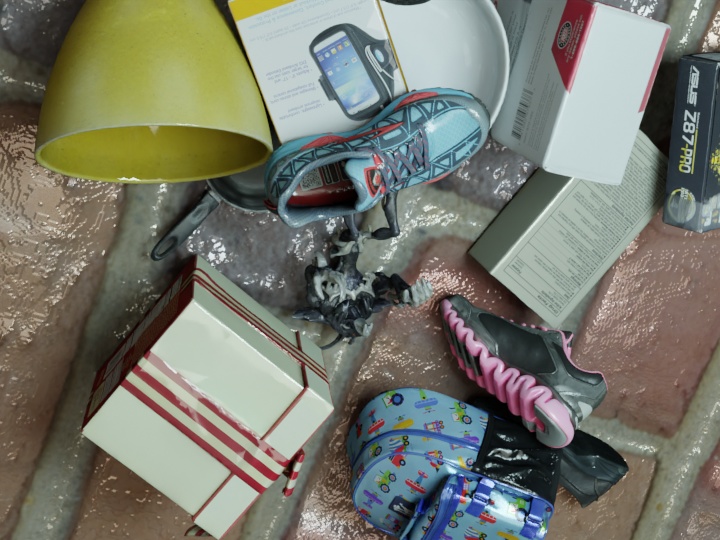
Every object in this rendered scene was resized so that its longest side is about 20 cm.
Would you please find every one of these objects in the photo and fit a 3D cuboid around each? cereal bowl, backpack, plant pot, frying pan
[{"bbox_3d":[0.035,-0.182,1.193,0.198,0.083,0.202,0,95,4],"label":"cereal bowl"},{"bbox_3d":[0.079,0.213,1.306,0.199,0.135,0.183,23,135,-7],"label":"backpack"},{"bbox_3d":[-0.176,-0.165,1.117,0.198,0.200,0.143,-1,80,-15],"label":"plant pot"},{"bbox_3d":[-0.109,-0.078,1.233,0.114,0.031,0.191,22,105,-19],"label":"frying pan"}]

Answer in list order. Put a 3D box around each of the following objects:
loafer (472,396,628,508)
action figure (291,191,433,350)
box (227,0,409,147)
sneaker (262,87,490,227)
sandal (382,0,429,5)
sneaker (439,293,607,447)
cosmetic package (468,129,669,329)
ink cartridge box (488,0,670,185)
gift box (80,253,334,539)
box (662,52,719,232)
[{"bbox_3d":[0.191,0.196,1.390,0.199,0.073,0.073,28,104,-21],"label":"loafer"},{"bbox_3d":[0.000,0.000,1.248,0.118,0.102,0.202,-5,117,-24],"label":"action figure"},{"bbox_3d":[-0.022,-0.157,1.119,0.118,0.042,0.201,-17,113,7],"label":"box"},{"bbox_3d":[0.016,-0.081,1.077,0.199,0.096,0.080,-21,115,10],"label":"sneaker"},{"bbox_3d":[-0.009,-0.289,1.122,0.048,0.200,0.076,-42,150,-35],"label":"sandal"},{"bbox_3d":[0.160,0.082,1.291,0.095,0.200,0.079,-37,147,-15],"label":"sneaker"},{"bbox_3d":[0.214,-0.055,1.306,0.103,0.073,0.200,39,95,-24],"label":"cosmetic package"},{"bbox_3d":[0.175,-0.177,1.186,0.083,0.200,0.146,9,106,-22],"label":"ink cartridge box"},{"bbox_3d":[-0.140,0.126,1.220,0.186,0.185,0.200,38,103,-14],"label":"gift box"},{"bbox_3d":[0.377,-0.134,1.285,0.199,0.049,0.163,-13,115,-41],"label":"box"}]
